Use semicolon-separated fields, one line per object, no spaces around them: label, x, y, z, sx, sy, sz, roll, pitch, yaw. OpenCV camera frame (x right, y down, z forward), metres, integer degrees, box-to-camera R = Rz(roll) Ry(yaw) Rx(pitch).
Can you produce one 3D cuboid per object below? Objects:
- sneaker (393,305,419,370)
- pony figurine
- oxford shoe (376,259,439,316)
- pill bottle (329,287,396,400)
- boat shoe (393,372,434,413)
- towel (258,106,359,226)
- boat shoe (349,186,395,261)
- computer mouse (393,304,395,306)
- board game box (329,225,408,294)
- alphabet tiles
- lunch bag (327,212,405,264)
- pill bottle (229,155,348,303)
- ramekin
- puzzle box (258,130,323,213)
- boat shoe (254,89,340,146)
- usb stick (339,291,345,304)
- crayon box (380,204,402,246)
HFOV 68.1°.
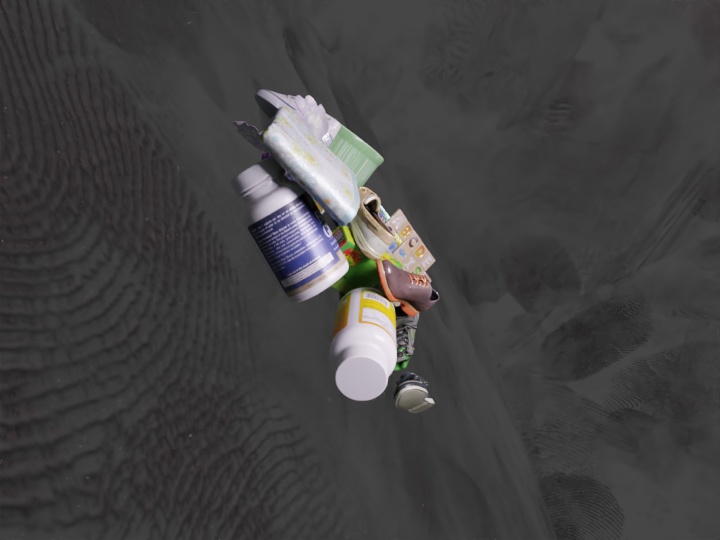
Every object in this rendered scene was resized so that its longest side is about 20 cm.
sneaker;0.090;0.142;1.128;0.201;0.077;0.086;84;1;-52
pony figurine;-0.121;-0.201;0.970;0.193;0.164;0.204;42;42;-67
oxford shoe;0.087;0.022;0.973;0.200;0.072;0.072;39;33;-57
pill bottle;0.005;0.121;0.888;0.112;0.110;0.201;58;15;-20
boat shoe;0.106;0.247;1.111;0.199;0.074;0.067;40;25;-59
towel;-0.075;-0.163;0.806;0.171;0.048;0.201;41;16;-19
boat shoe;0.007;-0.112;0.969;0.074;0.066;0.202;21;37;-55
computer mouse;0.066;0.034;1.308;0.141;0.045;0.203;80;-7;-66
board game box;0.000;0.000;1.010;0.199;0.101;0.048;31;27;-42
alphabet tiles;0.072;-0.003;1.121;0.200;0.167;0.008;49;-7;-37
lunch bag;-0.006;-0.073;1.172;0.200;0.094;0.152;42;-16;53
pill bottle;-0.109;-0.064;0.795;0.202;0.110;0.111;61;14;-12
ramekin;-0.050;-0.284;1.288;0.199;0.098;0.200;35;6;-4
puzzle box;-0.140;-0.195;1.095;0.202;0.025;0.133;61;15;-12
boat shoe;-0.129;-0.326;1.115;0.199;0.067;0.074;37;-18;10
usb stick;-0.024;0.047;1.077;0.056;0.032;0.201;48;20;-29
crayon box;0.068;-0.079;1.280;0.201;0.051;0.126;53;-3;-6
